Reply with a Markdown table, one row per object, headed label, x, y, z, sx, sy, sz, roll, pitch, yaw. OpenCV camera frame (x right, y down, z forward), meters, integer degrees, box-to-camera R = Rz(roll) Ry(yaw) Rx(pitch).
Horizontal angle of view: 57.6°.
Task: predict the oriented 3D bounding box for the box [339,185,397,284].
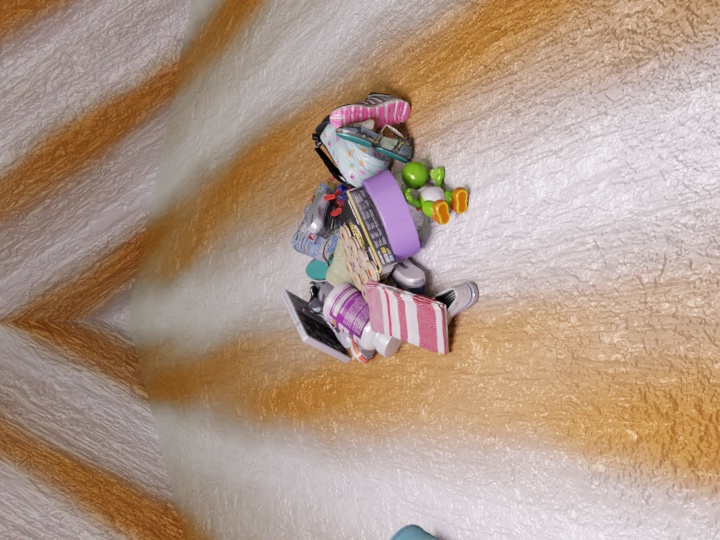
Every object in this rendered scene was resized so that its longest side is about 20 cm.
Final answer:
| label | x | y | z | sx | sy | sz | roll | pitch | yaw |
| --- | --- | --- | --- | --- | --- | --- | --- | --- | --- |
| box | 0.014 | -0.070 | 1.526 | 0.160 | 0.048 | 0.203 | 110 | 138 | -70 |

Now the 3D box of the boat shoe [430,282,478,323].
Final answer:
| label | x | y | z | sx | sy | sz | roll | pitch | yaw |
| --- | --- | --- | --- | --- | --- | --- | --- | --- | --- |
| boat shoe | 0.172 | 0.080 | 1.428 | 0.200 | 0.066 | 0.075 | -49 | 50 | 46 |

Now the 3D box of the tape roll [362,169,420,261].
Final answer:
| label | x | y | z | sx | sy | sz | roll | pitch | yaw |
| --- | --- | --- | --- | --- | --- | --- | --- | --- | --- |
| tape roll | 0.069 | -0.123 | 1.500 | 0.200 | 0.064 | 0.204 | 156 | 91 | -86 |

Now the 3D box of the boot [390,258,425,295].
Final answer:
| label | x | y | z | sx | sy | sz | roll | pitch | yaw |
| --- | --- | --- | --- | --- | --- | --- | --- | --- | --- |
| boot | 0.094 | 0.019 | 1.555 | 0.200 | 0.071 | 0.092 | -127 | 29 | -58 |

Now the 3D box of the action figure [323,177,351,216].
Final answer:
| label | x | y | z | sx | sy | sz | roll | pitch | yaw |
| --- | --- | --- | --- | --- | --- | --- | --- | --- | --- |
| action figure | -0.057 | -0.202 | 1.700 | 0.097 | 0.200 | 0.066 | -15 | 111 | 31 |

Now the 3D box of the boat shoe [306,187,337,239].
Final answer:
| label | x | y | z | sx | sy | sz | roll | pitch | yaw |
| --- | --- | --- | --- | --- | --- | --- | --- | --- | --- |
| boat shoe | -0.096 | -0.141 | 1.706 | 0.072 | 0.071 | 0.202 | -40 | 23 | 28 |

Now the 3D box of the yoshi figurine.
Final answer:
| label | x | y | z | sx | sy | sz | roll | pitch | yaw |
| --- | --- | --- | --- | --- | --- | --- | --- | --- | --- |
| yoshi figurine | 0.146 | -0.182 | 1.452 | 0.199 | 0.111 | 0.114 | 37 | 103 | 54 |

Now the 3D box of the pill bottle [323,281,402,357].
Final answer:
| label | x | y | z | sx | sy | sz | roll | pitch | yaw |
| --- | --- | --- | --- | --- | --- | --- | --- | --- | --- |
| pill bottle | 0.011 | 0.124 | 1.604 | 0.198 | 0.111 | 0.114 | 34 | 119 | 28 |

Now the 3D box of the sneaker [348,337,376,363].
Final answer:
| label | x | y | z | sx | sy | sz | roll | pitch | yaw |
| --- | --- | --- | --- | --- | --- | --- | --- | --- | --- |
| sneaker | 0.000 | 0.137 | 1.709 | 0.082 | 0.076 | 0.203 | -40 | 62 | 32 |

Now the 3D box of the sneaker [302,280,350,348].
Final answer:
| label | x | y | z | sx | sy | sz | roll | pitch | yaw |
| --- | --- | --- | --- | --- | --- | --- | --- | --- | --- |
| sneaker | -0.095 | 0.118 | 1.776 | 0.078 | 0.138 | 0.203 | -46 | 52 | 38 |

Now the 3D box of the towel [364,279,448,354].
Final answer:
| label | x | y | z | sx | sy | sz | roll | pitch | yaw |
| --- | --- | --- | --- | --- | --- | --- | --- | --- | --- |
| towel | 0.100 | 0.106 | 1.439 | 0.197 | 0.023 | 0.146 | 16 | 134 | 30 |

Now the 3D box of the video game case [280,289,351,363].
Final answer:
| label | x | y | z | sx | sy | sz | roll | pitch | yaw |
| --- | --- | --- | --- | --- | --- | --- | --- | --- | --- |
| video game case | -0.121 | 0.153 | 1.781 | 0.023 | 0.199 | 0.183 | -42 | 49 | 12 |

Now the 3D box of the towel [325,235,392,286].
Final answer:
| label | x | y | z | sx | sy | sz | roll | pitch | yaw |
| --- | --- | --- | --- | --- | --- | --- | --- | --- | --- |
| towel | -0.005 | 0.017 | 1.685 | 0.199 | 0.036 | 0.151 | 39 | 125 | 28 |

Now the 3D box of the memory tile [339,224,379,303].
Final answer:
| label | x | y | z | sx | sy | sz | roll | pitch | yaw |
| --- | --- | --- | --- | --- | --- | --- | --- | --- | --- |
| memory tile | 0.000 | 0.000 | 1.541 | 0.201 | 0.016 | 0.156 | -126 | 22 | -45 |

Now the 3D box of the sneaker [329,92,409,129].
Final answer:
| label | x | y | z | sx | sy | sz | roll | pitch | yaw |
| --- | --- | --- | --- | --- | --- | --- | --- | --- | --- |
| sneaker | 0.018 | -0.385 | 1.591 | 0.088 | 0.195 | 0.075 | -115 | 14 | -55 |

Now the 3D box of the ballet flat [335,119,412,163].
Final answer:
| label | x | y | z | sx | sy | sz | roll | pitch | yaw |
| --- | --- | --- | --- | --- | --- | --- | --- | --- | --- |
| ballet flat | 0.036 | -0.318 | 1.550 | 0.076 | 0.196 | 0.074 | -71 | 18 | 0 |

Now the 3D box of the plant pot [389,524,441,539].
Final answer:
| label | x | y | z | sx | sy | sz | roll | pitch | yaw |
| --- | --- | --- | --- | --- | --- | --- | --- | --- | --- |
| plant pot | 0.155 | 0.655 | 1.343 | 0.185 | 0.198 | 0.205 | 6 | 94 | 41 |

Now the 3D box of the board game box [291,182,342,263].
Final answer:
| label | x | y | z | sx | sy | sz | roll | pitch | yaw |
| --- | --- | --- | --- | --- | --- | --- | --- | --- | --- |
| board game box | -0.085 | -0.130 | 1.783 | 0.198 | 0.062 | 0.202 | 18 | 73 | 49 |

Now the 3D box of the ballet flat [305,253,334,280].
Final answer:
| label | x | y | z | sx | sy | sz | roll | pitch | yaw |
| --- | --- | --- | --- | --- | --- | --- | --- | --- | --- |
| ballet flat | -0.072 | -0.021 | 1.811 | 0.198 | 0.070 | 0.072 | -23 | 70 | 46 |

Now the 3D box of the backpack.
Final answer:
| label | x | y | z | sx | sy | sz | roll | pitch | yaw |
| --- | --- | --- | --- | --- | --- | --- | --- | --- | --- |
| backpack | -0.012 | -0.301 | 1.653 | 0.127 | 0.164 | 0.202 | -53 | 55 | 42 |
